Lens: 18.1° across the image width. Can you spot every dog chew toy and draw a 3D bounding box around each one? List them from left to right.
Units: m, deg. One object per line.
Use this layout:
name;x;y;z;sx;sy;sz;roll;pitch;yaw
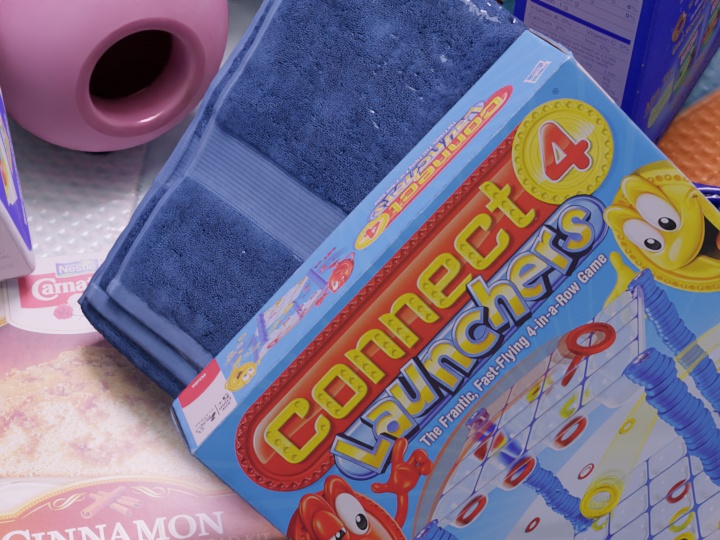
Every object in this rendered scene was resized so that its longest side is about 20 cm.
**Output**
dog chew toy;-0.146;-0.147;1.104;0.124;0.125;0.200;-19;45;-20

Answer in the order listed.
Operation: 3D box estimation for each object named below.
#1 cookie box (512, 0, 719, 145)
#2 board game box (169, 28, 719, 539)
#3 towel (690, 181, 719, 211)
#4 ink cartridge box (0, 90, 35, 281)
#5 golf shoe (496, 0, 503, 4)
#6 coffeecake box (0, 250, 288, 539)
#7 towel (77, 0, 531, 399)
cookie box;0.137;-0.160;1.080;0.075;0.201;0.171;24;51;15
board game box;0.067;0.050;0.853;0.200;0.196;0.056;-47;20;3
towel;0.096;-0.020;0.984;0.146;0.200;0.050;12;91;2
ink cartridge box;-0.193;-0.125;0.920;0.043;0.201;0.199;-17;54;-1
golf shoe;-0.001;-0.080;1.083;0.092;0.073;0.200;26;52;19
coffeecake box;-0.105;0.089;0.928;0.152;0.073;0.201;-6;50;-9
towel;-0.022;-0.037;0.886;0.111;0.048;0.201;37;98;27
